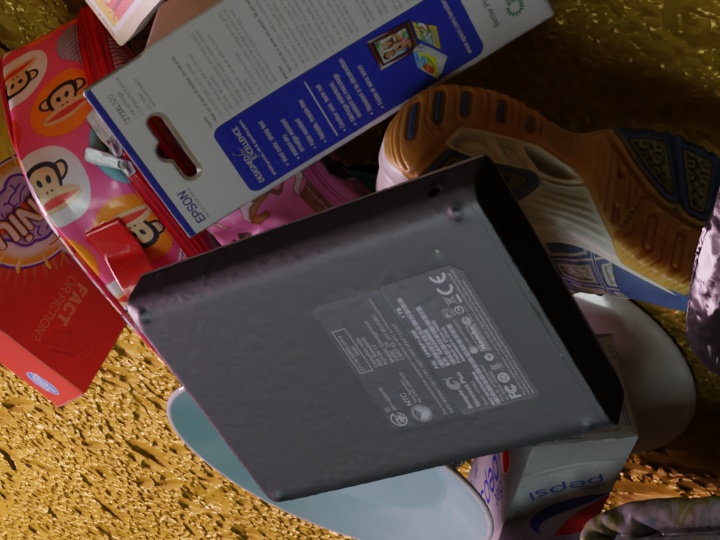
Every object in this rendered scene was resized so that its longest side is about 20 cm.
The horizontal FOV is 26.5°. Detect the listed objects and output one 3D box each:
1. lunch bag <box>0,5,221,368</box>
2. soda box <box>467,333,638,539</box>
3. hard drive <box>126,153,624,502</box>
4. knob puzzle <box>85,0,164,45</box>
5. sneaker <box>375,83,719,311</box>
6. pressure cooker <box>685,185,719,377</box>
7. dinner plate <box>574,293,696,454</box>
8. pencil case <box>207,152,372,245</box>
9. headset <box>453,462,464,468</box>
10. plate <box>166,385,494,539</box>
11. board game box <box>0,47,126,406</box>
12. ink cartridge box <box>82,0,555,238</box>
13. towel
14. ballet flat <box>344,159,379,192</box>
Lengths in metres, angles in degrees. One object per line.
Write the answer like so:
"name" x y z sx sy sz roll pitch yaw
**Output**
"lunch bag" -0.118 -0.029 0.846 0.081 0.177 0.201 -28 133 6
"soda box" 0.110 0.118 0.920 0.063 0.069 0.201 -5 147 -8
"hard drive" 0.004 0.036 0.712 0.198 0.033 0.140 -17 120 31
"knob puzzle" -0.142 -0.199 0.678 0.219 0.030 0.221 41 154 24
"sneaker" 0.102 -0.022 0.715 0.198 0.076 0.088 22 150 1
"pressure cooker" 0.227 -0.013 0.497 0.198 0.179 0.178 25 129 20
"dinner plate" 0.108 0.061 0.945 0.198 0.024 0.201 21 148 14
"pencil case" 0.000 0.000 0.779 0.200 0.083 0.087 43 106 -4
"headset" -0.001 0.097 1.006 0.093 0.125 0.200 -11 150 19
"plate" -0.015 0.105 0.863 0.198 0.026 0.201 18 153 9
"board game box" -0.217 -0.039 0.932 0.199 0.154 0.040 40 146 -20
"ink cartridge box" -0.018 -0.104 0.680 0.095 0.199 0.037 56 -177 -38
"towel" 0.257 0.162 0.896 0.199 0.049 0.170 -13 154 43
"ballet flat" 0.028 -0.027 0.852 0.198 0.077 0.064 12 177 23
